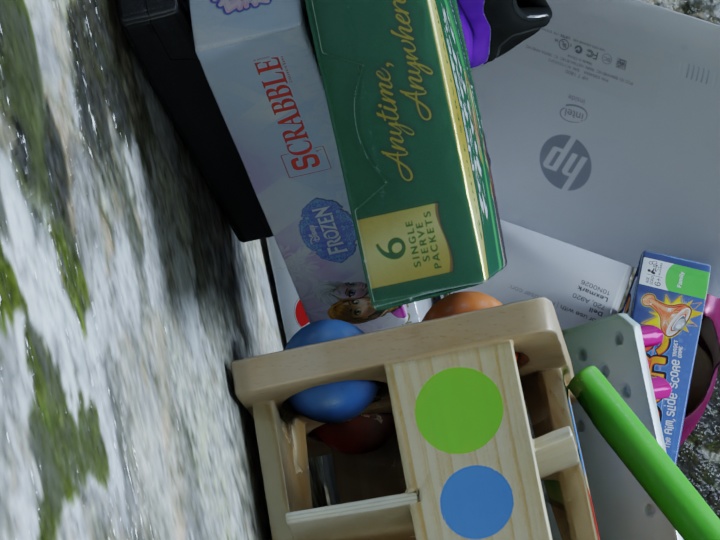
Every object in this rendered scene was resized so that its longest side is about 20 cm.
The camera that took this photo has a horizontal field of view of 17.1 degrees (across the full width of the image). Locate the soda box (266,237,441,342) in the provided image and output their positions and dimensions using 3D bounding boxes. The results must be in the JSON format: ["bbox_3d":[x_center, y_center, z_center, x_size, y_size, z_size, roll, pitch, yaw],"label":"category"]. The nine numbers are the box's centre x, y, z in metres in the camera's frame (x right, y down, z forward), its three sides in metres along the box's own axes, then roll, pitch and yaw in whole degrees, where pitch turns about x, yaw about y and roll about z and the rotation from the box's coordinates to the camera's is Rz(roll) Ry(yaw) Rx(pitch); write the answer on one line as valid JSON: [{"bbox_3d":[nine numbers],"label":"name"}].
[{"bbox_3d":[0.000,0.000,1.169,0.200,0.063,0.069,-37,115,-85],"label":"soda box"}]

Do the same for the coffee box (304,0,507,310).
[{"bbox_3d":[0.021,-0.052,0.884,0.200,0.044,0.124,-4,83,-84],"label":"coffee box"}]

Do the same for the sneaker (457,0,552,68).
[{"bbox_3d":[0.035,-0.172,0.989,0.070,0.099,0.201,-101,175,-51],"label":"sneaker"}]

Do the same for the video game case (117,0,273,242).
[{"bbox_3d":[-0.069,-0.131,0.933,0.200,0.025,0.182,66,13,-67],"label":"video game case"}]

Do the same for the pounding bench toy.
[{"bbox_3d":[0.066,0.088,0.928,0.124,0.198,0.157,61,18,-71],"label":"pounding bench toy"}]

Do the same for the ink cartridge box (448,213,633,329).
[{"bbox_3d":[0.097,0.002,1.273,0.145,0.083,0.201,107,6,-53],"label":"ink cartridge box"}]

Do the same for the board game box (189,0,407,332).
[{"bbox_3d":[-0.030,-0.108,0.932,0.200,0.041,0.201,69,11,-57],"label":"board game box"}]

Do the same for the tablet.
[{"bbox_3d":[0.104,-0.073,1.150,0.014,0.199,0.131,-31,135,-53],"label":"tablet"}]

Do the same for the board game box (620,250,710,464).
[{"bbox_3d":[0.128,0.095,1.179,0.200,0.034,0.136,97,6,-64],"label":"board game box"}]

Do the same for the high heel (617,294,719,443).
[{"bbox_3d":[0.159,0.052,1.261,0.097,0.067,0.201,-80,172,-47],"label":"high heel"}]

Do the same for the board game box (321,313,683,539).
[{"bbox_3d":[0.071,0.137,1.040,0.026,0.199,0.202,-3,78,-43],"label":"board game box"}]
